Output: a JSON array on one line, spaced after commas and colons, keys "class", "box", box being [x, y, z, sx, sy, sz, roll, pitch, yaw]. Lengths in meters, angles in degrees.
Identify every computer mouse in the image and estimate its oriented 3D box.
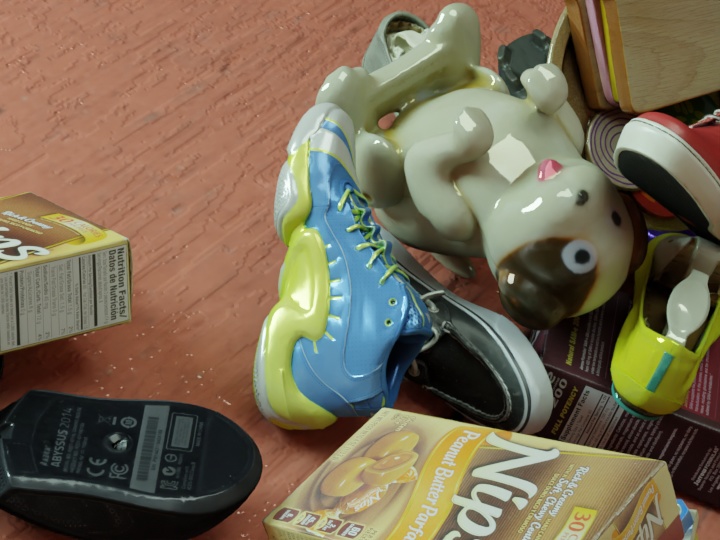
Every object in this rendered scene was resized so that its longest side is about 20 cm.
[{"class": "computer mouse", "box": [-0.154, 0.108, 1.149, 0.198, 0.053, 0.139, 10, 37, 2]}]

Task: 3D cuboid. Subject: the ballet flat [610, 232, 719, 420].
[{"class": "ballet flat", "box": [0.204, 0.018, 1.305, 0.066, 0.067, 0.200, 24, 35, 4]}]

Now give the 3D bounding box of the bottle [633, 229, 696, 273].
[{"class": "bottle", "box": [0.257, 0.017, 1.428, 0.200, 0.066, 0.083, 37, 42, 17]}]

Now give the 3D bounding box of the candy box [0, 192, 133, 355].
[{"class": "candy box", "box": [-0.244, 0.010, 1.178, 0.199, 0.057, 0.116, -13, 24, -38]}]

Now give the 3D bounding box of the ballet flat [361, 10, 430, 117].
[{"class": "ballet flat", "box": [0.062, -0.113, 1.489, 0.067, 0.064, 0.200, -8, 48, -33]}]

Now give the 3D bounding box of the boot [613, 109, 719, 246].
[{"class": "boot", "box": [0.236, -0.095, 1.277, 0.072, 0.145, 0.200, 34, 3, 31]}]

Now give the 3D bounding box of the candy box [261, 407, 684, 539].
[{"class": "candy box", "box": [0.059, 0.139, 1.113, 0.199, 0.056, 0.115, 7, 36, 42]}]

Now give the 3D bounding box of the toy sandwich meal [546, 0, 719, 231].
[{"class": "toy sandwich meal", "box": [0.210, -0.128, 1.365, 0.204, 0.070, 0.207, 2, 87, -26]}]

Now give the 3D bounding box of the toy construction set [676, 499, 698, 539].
[{"class": "toy construction set", "box": [0.137, 0.206, 1.105, 0.130, 0.093, 0.200, -19, 28, 7]}]

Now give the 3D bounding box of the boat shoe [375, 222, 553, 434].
[{"class": "boat shoe", "box": [0.033, 0.039, 1.291, 0.068, 0.074, 0.199, -16, 52, -43]}]

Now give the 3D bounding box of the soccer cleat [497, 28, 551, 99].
[{"class": "soccer cleat", "box": [0.147, -0.087, 1.496, 0.064, 0.084, 0.201, -22, 50, 13]}]

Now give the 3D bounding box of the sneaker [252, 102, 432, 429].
[{"class": "sneaker", "box": [0.000, 0.000, 1.247, 0.104, 0.202, 0.076, 5, -8, 16]}]

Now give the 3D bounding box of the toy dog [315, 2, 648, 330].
[{"class": "toy dog", "box": [0.083, -0.044, 1.304, 0.139, 0.195, 0.200, -24, 42, -33]}]

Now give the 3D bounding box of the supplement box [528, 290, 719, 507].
[{"class": "supplement box", "box": [0.203, 0.083, 1.330, 0.199, 0.061, 0.109, 22, 37, -1]}]
